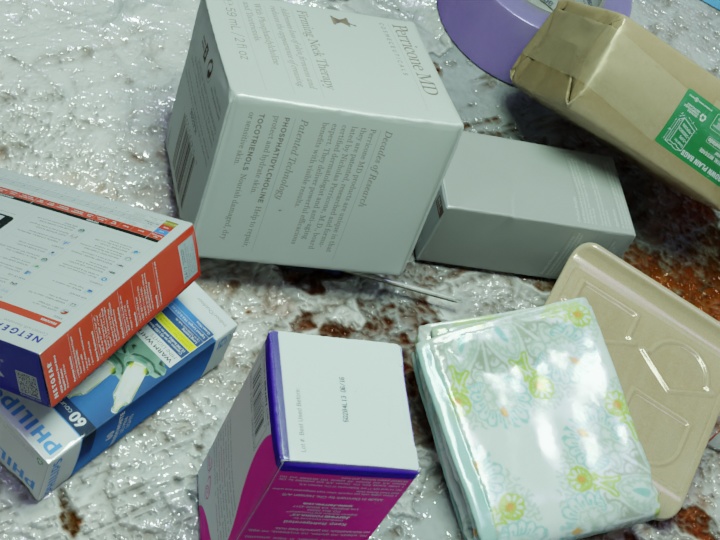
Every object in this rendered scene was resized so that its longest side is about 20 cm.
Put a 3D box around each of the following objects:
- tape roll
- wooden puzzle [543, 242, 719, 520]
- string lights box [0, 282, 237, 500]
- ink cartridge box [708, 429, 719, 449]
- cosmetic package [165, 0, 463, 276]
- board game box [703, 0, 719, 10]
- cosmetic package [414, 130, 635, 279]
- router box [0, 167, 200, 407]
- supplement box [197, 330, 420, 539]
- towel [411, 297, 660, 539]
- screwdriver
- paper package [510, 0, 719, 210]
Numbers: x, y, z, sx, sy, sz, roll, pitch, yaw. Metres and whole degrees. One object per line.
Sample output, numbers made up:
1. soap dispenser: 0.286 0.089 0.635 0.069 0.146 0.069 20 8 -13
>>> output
1. tape roll: 0.190 -0.296 1.498 0.198 0.085 0.201 12 51 -16
2. wooden puzzle: 0.231 0.099 1.228 0.184 0.046 0.201 32 61 2
3. string lights box: -0.201 0.072 1.049 0.103 0.059 0.200 42 49 11
4. ink cartridge box: 0.428 0.145 1.246 0.199 0.109 0.051 20 49 -9
5. cosmetic package: -0.048 -0.116 1.175 0.198 0.167 0.168 5 39 -21
6. board game box: 0.433 -0.428 1.730 0.199 0.056 0.196 29 48 -2
7. cosmetic package: 0.148 -0.060 1.296 0.198 0.090 0.107 7 50 -16
8. router box: -0.252 0.004 1.022 0.199 0.049 0.180 17 39 26
9. supplement box: -0.044 0.143 0.972 0.103 0.200 0.102 7 52 -21
10. towel: 0.144 0.127 1.138 0.170 0.048 0.201 -10 71 -17
11. screwdriver: 0.000 0.000 1.213 0.198 0.029 0.028 13 50 -9
12. paper package: 0.271 -0.163 1.331 0.199 0.104 0.191 31 8 -16
